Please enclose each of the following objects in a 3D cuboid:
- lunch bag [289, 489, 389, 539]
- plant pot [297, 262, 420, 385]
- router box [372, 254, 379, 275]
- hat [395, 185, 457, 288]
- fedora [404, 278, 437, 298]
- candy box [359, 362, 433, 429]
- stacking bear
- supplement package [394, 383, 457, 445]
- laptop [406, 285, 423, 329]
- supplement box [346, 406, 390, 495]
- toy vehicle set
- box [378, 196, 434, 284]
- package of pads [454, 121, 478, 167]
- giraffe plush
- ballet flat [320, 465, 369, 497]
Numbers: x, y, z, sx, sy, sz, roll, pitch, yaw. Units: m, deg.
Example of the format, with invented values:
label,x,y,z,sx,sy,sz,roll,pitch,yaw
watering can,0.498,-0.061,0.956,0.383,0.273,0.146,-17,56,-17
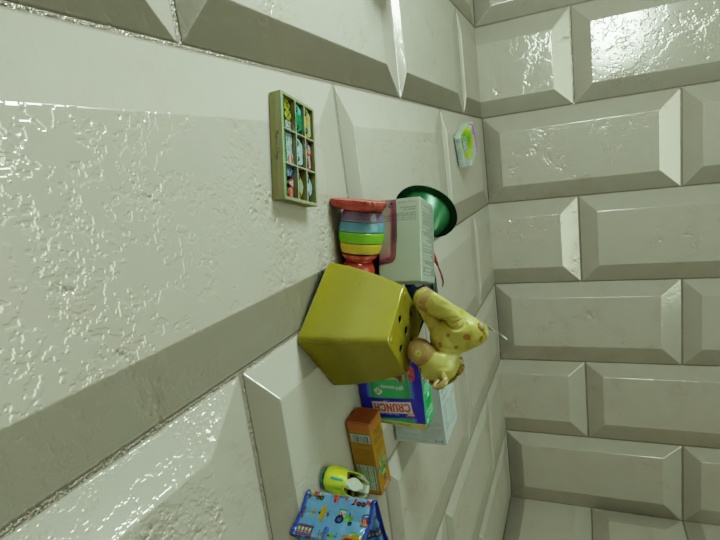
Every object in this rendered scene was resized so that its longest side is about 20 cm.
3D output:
label,x,y,z,sx,sy,sz,roll,pitch,yaw
lunch bag,-0.023,0.532,0.982,0.094,0.150,0.200,-63,143,-47
plant pot,0.015,0.120,1.059,0.200,0.176,0.200,60,41,-45
router box,0.050,-0.065,1.300,0.157,0.052,0.200,9,80,-74
hat,0.153,-0.100,1.292,0.166,0.200,0.176,93,22,-45
fedora,0.186,0.074,1.557,0.201,0.091,0.201,-7,90,-76
candy box,0.082,0.270,1.221,0.077,0.169,0.200,-33,117,-59
stacking bear,-0.002,-0.061,1.151,0.114,0.121,0.200,-11,108,-57
supplement package,0.183,0.370,1.458,0.151,0.152,0.200,-38,122,-62
laptop,0.112,0.093,1.389,0.187,0.116,0.200,-142,-106,-85
supplement box,0.021,0.430,1.197,0.067,0.069,0.200,-40,126,-58
toy vehicle set,-0.127,-0.228,0.971,0.124,0.026,0.200,-3,90,-66
box,0.112,-0.067,1.221,0.128,0.109,0.200,10,79,-67
package of pads,0.493,-0.586,2.349,0.200,0.068,0.155,-59,138,-50
giraffe plush,0.165,0.149,1.017,0.162,0.200,0.173,-57,154,3
ballet flat,-0.019,0.471,1.102,0.200,0.067,0.067,52,41,-53
